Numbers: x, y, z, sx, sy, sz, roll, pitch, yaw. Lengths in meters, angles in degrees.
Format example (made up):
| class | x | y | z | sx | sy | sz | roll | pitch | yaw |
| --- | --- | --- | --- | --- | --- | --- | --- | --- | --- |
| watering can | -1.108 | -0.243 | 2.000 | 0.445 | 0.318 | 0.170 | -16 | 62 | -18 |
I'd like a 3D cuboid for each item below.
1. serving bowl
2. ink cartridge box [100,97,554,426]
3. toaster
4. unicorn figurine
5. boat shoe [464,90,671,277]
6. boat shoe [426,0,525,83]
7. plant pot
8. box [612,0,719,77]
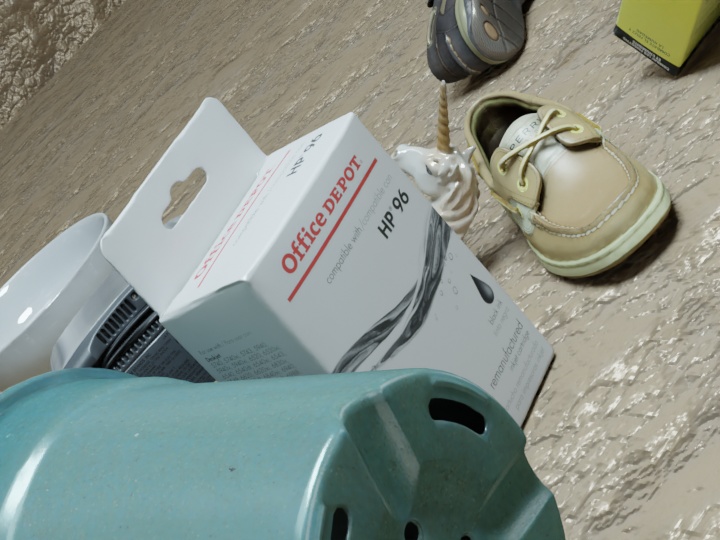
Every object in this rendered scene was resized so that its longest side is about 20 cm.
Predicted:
| class | x | y | z | sx | sy | sz | roll | pitch | yaw |
| --- | --- | --- | --- | --- | --- | --- | --- | --- | --- |
| serving bowl | -0.273 | 0.043 | 1.390 | 0.199 | 0.066 | 0.201 | -37 | 21 | 17 |
| ink cartridge box | -0.010 | 0.015 | 0.724 | 0.067 | 0.200 | 0.117 | -22 | 28 | 45 |
| toaster | -0.122 | 0.050 | 1.014 | 0.200 | 0.114 | 0.129 | -48 | 16 | -6 |
| unicorn figurine | 0.000 | 0.000 | 0.906 | 0.136 | 0.073 | 0.203 | 6 | 81 | 45 |
| boat shoe | 0.099 | -0.052 | 0.849 | 0.074 | 0.066 | 0.200 | -44 | 19 | -2 |
| boat shoe | 0.083 | -0.210 | 1.195 | 0.073 | 0.075 | 0.201 | -31 | 22 | 30 |
| plant pot | -0.039 | 0.123 | 0.600 | 0.195 | 0.201 | 0.201 | -15 | 33 | 41 |
| box | 0.183 | -0.189 | 0.835 | 0.075 | 0.050 | 0.200 | -50 | -15 | -18 |
